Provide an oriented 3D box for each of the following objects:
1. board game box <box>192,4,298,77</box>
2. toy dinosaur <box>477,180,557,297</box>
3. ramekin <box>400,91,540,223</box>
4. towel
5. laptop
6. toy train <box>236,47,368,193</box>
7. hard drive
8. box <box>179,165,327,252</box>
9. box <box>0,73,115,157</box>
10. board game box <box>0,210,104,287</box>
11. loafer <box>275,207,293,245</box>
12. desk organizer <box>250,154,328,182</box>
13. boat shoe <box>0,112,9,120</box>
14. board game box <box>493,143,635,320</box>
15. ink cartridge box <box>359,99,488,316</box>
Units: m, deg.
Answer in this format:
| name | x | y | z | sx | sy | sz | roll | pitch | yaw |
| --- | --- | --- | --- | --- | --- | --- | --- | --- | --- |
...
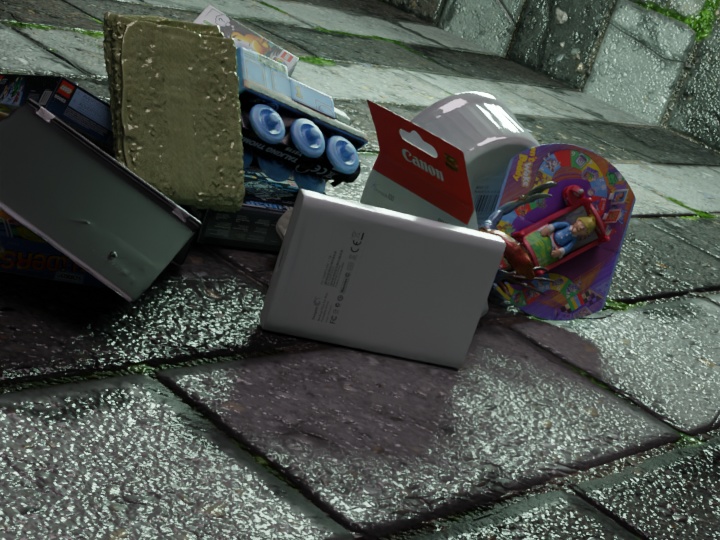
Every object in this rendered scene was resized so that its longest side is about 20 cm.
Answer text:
| name | x | y | z | sx | sy | sz | roll | pitch | yaw |
| --- | --- | --- | --- | --- | --- | --- | --- | --- | --- |
| board game box | -0.167 | -0.210 | 1.464 | 0.126 | 0.035 | 0.200 | 30 | 48 | 0 |
| toy dinosaur | 0.130 | -0.007 | 1.340 | 0.199 | 0.105 | 0.181 | -23 | -7 | 13 |
| ramekin | 0.128 | -0.098 | 1.514 | 0.200 | 0.201 | 0.098 | 4 | 31 | -37 |
| towel | -0.183 | -0.156 | 1.275 | 0.148 | 0.201 | 0.036 | 1 | -14 | -38 |
| laptop | -0.250 | -0.046 | 1.130 | 0.187 | 0.116 | 0.200 | 37 | -21 | -3 |
| toy train | -0.080 | -0.159 | 1.408 | 0.199 | 0.087 | 0.115 | 18 | 54 | -39 |
| hard drive | 0.021 | 0.010 | 1.181 | 0.199 | 0.132 | 0.026 | 12 | 19 | -20 |
| box | -0.117 | -0.072 | 1.421 | 0.199 | 0.046 | 0.159 | 6 | 22 | -35 |
| box | -0.295 | -0.154 | 1.338 | 0.136 | 0.038 | 0.200 | 30 | -8 | -33 |
| board game box | -0.331 | -0.043 | 1.139 | 0.199 | 0.035 | 0.135 | 11 | 20 | -26 |
| loafer | 0.000 | 0.000 | 1.312 | 0.200 | 0.070 | 0.070 | 31 | -21 | 20 |
| desk organizer | -0.126 | -0.142 | 1.531 | 0.199 | 0.077 | 0.072 | 6 | 51 | -36 |
| boat shoe | -0.303 | -0.101 | 1.297 | 0.200 | 0.072 | 0.066 | 24 | 9 | 12 |
| board game box | 0.227 | -0.045 | 1.441 | 0.157 | 0.201 | 0.039 | 19 | -6 | -11 |
| ink cartridge box | 0.054 | -0.057 | 1.315 | 0.047 | 0.201 | 0.160 | -31 | 41 | -22 |
